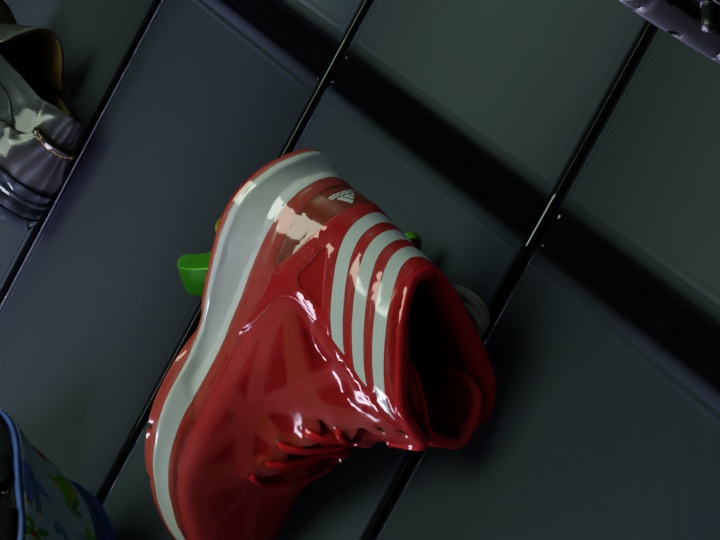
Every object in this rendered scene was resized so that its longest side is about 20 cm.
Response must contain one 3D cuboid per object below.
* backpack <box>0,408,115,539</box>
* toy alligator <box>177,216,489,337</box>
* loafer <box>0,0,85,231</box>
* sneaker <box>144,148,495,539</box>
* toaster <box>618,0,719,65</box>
[{"bbox_3d":[-0.203,0.163,1.288,0.199,0.147,0.183,-26,41,17],"label":"backpack"},{"bbox_3d":[0.000,0.000,1.187,0.054,0.060,0.200,-35,25,-32],"label":"toy alligator"},{"bbox_3d":[-0.192,-0.107,1.622,0.072,0.073,0.200,-45,41,19],"label":"loafer"},{"bbox_3d":[-0.016,0.062,1.128,0.115,0.078,0.201,40,138,31],"label":"sneaker"},{"bbox_3d":[0.151,-0.143,0.885,0.200,0.180,0.119,-34,36,44],"label":"toaster"}]
